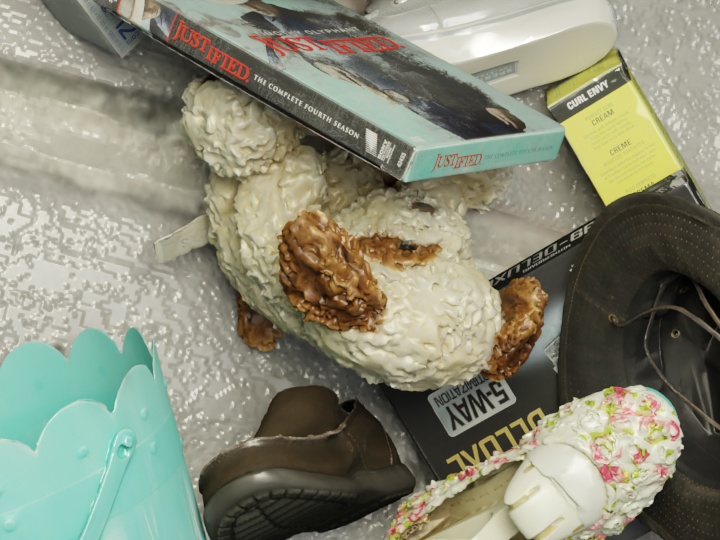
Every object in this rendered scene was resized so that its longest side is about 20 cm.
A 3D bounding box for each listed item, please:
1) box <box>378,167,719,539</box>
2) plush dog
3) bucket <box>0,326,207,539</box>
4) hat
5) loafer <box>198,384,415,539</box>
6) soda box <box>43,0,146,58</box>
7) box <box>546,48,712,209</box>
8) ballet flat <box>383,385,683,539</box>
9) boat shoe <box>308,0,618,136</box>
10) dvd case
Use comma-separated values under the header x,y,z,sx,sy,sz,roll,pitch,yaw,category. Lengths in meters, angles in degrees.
x,y,z,sx,sy,sz,roll,pitch,yaw,category
0.128,0.063,1.214,0.199,0.050,0.159,-29,98,12,box
0.000,0.000,1.136,0.199,0.172,0.162,12,109,-36,plush dog
-0.171,0.126,1.091,0.206,0.207,0.136,-22,101,-15,bucket
0.185,0.047,1.131,0.081,0.200,0.202,-22,96,-35,hat
-0.036,0.097,1.151,0.073,0.200,0.072,-28,78,14,loafer
-0.165,-0.203,1.120,0.063,0.068,0.200,-45,127,-12,soda box
0.173,-0.023,1.252,0.050,0.075,0.201,-30,99,10,box
0.082,0.125,1.148,0.076,0.200,0.064,53,40,0,ballet flat
0.039,-0.130,1.223,0.198,0.072,0.069,-18,63,-2,boat shoe
-0.014,-0.100,1.104,0.146,0.199,0.022,-11,126,-55,dvd case
